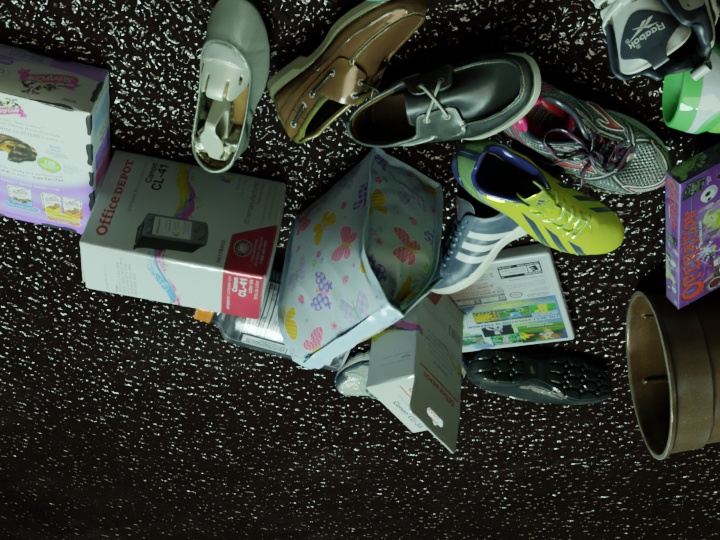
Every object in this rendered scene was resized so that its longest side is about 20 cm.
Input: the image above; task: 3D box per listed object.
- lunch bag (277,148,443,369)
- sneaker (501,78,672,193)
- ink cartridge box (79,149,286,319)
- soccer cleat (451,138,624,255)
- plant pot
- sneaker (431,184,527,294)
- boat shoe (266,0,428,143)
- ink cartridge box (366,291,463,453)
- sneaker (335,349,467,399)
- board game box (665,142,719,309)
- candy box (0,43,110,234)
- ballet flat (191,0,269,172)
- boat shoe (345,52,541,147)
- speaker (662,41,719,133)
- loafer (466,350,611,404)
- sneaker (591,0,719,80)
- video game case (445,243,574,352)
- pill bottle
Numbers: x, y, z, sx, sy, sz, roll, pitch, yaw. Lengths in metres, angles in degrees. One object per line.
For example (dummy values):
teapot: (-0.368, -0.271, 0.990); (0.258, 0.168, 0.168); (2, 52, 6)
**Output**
lunch bag: (0.000, 0.000, 0.920); (0.127, 0.200, 0.170); (29, 136, -24)
sneaker: (0.213, -0.120, 0.810); (0.199, 0.075, 0.081); (19, 109, -16)
ink cartridge box: (-0.193, -0.041, 0.946); (0.199, 0.148, 0.086); (11, 141, -5)
soccer cleat: (0.179, -0.066, 0.832); (0.200, 0.084, 0.065); (27, 94, -13)
plant pot: (0.439, 0.116, 1.005); (0.198, 0.201, 0.201); (-5, 140, 5)
sneaker: (0.122, -0.051, 0.939); (0.084, 0.075, 0.200); (28, 128, -25)
boat shoe: (-0.005, -0.184, 0.779); (0.072, 0.068, 0.200); (-12, 169, -42)
ink cartridge box: (0.067, 0.110, 1.009); (0.067, 0.200, 0.117); (-18, 135, 28)
sneaker: (0.052, 0.163, 1.206); (0.199, 0.085, 0.077); (-10, 138, 23)
board game box: (0.375, -0.053, 0.882); (0.120, 0.032, 0.200); (-25, 137, -1)
candy box: (-0.361, -0.140, 0.912); (0.167, 0.072, 0.200); (14, 142, -6)
ballet flat: (-0.131, -0.173, 0.833); (0.067, 0.064, 0.200); (22, 142, 3)
boat shoe: (0.072, -0.150, 0.776); (0.200, 0.068, 0.072); (-6, 98, 44)
speaker: (0.377, -0.158, 0.746); (0.199, 0.089, 0.089); (4, 141, 6)
loafer: (0.246, 0.149, 1.176); (0.200, 0.068, 0.070); (9, 161, -4)
sneaker: (0.210, -0.219, 0.665); (0.199, 0.130, 0.079); (33, 135, -28)
video game case: (0.160, 0.042, 1.088); (0.199, 0.022, 0.182); (-9, 138, 19)
pill bottle: (-0.109, 0.054, 1.082); (0.199, 0.106, 0.106); (17, 141, -10)
